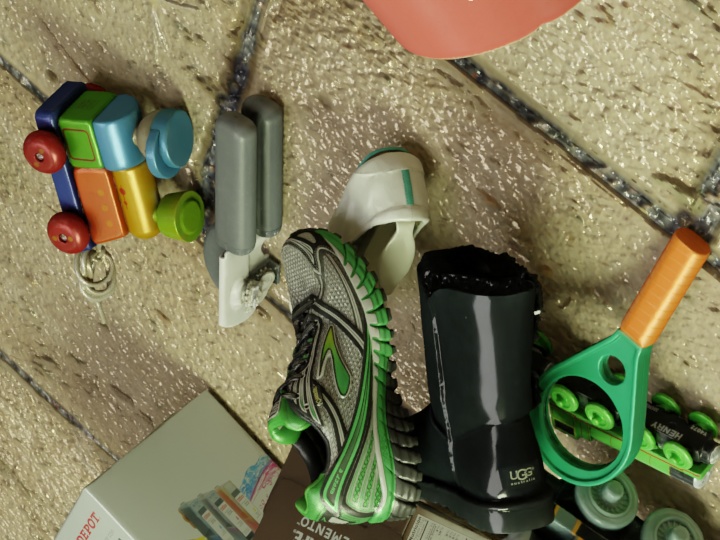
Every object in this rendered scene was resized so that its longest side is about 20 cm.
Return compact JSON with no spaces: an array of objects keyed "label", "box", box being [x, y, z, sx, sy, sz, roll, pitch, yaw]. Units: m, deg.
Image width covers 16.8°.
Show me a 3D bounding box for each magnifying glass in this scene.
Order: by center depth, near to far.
[{"label":"magnifying glass","box":[0.164,0.055,1.520,0.080,0.022,0.200,42,130,21]}]

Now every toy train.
[{"label":"toy train","box":[0.178,0.213,1.585,0.200,0.114,0.085,35,143,-3]},{"label":"toy train","box":[0.150,0.088,1.593,0.199,0.042,0.057,27,148,30]},{"label":"toy train","box":[-0.165,-0.040,1.801,0.115,0.085,0.201,7,127,28]}]

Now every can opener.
[{"label":"can opener","box":[-0.088,-0.040,1.729,0.066,0.053,0.201,34,141,24]}]

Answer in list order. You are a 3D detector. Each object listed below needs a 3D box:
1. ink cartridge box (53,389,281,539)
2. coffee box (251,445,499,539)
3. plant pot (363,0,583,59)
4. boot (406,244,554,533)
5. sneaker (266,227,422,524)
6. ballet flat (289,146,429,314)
[{"label":"ink cartridge box","box":[-0.124,0.230,1.928,0.200,0.145,0.145,46,145,8]},{"label":"coffee box","box":[0.027,0.198,1.699,0.114,0.080,0.200,22,175,34]},{"label":"plant pot","box":[0.045,-0.226,1.315,0.200,0.201,0.178,7,136,45]},{"label":"boot","box":[0.065,0.066,1.568,0.200,0.076,0.169,-158,62,-69]},{"label":"sneaker","box":[-0.021,0.066,1.571,0.078,0.085,0.201,126,133,-63]},{"label":"ballet flat","box":[0.000,0.000,1.647,0.069,0.069,0.200,41,141,13]}]
